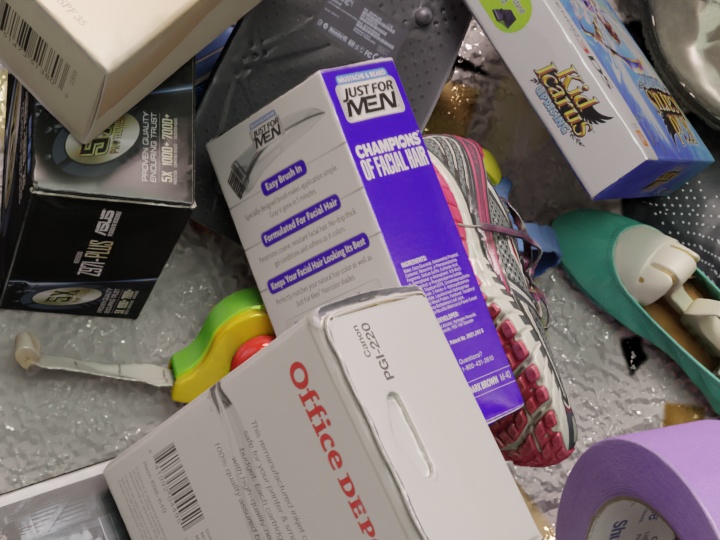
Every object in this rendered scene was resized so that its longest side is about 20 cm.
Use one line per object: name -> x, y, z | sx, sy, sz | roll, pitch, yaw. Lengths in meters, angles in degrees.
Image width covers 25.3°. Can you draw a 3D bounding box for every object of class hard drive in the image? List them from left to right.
hard drive -> -0.027, -0.104, 0.963 | 0.134, 0.042, 0.201 | 29, 87, -25

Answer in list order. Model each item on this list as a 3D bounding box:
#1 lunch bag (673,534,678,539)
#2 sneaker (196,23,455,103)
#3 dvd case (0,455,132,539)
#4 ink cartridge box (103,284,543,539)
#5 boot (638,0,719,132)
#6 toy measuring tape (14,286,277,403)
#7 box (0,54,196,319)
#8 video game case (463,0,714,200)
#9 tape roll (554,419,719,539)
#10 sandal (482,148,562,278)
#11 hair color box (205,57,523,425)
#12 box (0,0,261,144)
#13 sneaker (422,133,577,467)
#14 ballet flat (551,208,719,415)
lunch bag -> 0.249, 0.200, 0.894 | 0.081, 0.200, 0.178 | -4, 71, -19
sneaker -> -0.035, -0.132, 1.020 | 0.198, 0.076, 0.078 | 5, 94, -20
dvd case -> -0.175, 0.192, 0.851 | 0.199, 0.025, 0.151 | -16, 74, -25
ink cartridge box -> -0.025, 0.118, 0.817 | 0.084, 0.200, 0.146 | -14, 73, -46
boot -> 0.248, -0.200, 1.085 | 0.067, 0.131, 0.201 | -5, 61, -41
toy measuring tape -> -0.093, 0.038, 0.915 | 0.198, 0.074, 0.074 | 11, 65, -16
box -> -0.150, -0.096, 0.903 | 0.085, 0.164, 0.202 | 5, 67, -17
video game case -> 0.141, -0.132, 1.018 | 0.182, 0.045, 0.200 | 59, 22, 9
tape roll -> 0.181, 0.186, 0.875 | 0.065, 0.200, 0.202 | -8, 71, -22
sandal -> 0.066, 0.021, 0.979 | 0.087, 0.079, 0.201 | 31, 63, -8
hair color box -> 0.000, 0.000, 0.869 | 0.065, 0.109, 0.201 | -19, 86, -44
box -> -0.095, -0.167, 0.814 | 0.095, 0.078, 0.200 | 43, 61, 2
sneaker -> 0.074, 0.013, 0.897 | 0.074, 0.081, 0.201 | -16, 79, -39
ballet flat -> 0.210, 0.022, 1.029 | 0.200, 0.070, 0.067 | 44, 62, 3
